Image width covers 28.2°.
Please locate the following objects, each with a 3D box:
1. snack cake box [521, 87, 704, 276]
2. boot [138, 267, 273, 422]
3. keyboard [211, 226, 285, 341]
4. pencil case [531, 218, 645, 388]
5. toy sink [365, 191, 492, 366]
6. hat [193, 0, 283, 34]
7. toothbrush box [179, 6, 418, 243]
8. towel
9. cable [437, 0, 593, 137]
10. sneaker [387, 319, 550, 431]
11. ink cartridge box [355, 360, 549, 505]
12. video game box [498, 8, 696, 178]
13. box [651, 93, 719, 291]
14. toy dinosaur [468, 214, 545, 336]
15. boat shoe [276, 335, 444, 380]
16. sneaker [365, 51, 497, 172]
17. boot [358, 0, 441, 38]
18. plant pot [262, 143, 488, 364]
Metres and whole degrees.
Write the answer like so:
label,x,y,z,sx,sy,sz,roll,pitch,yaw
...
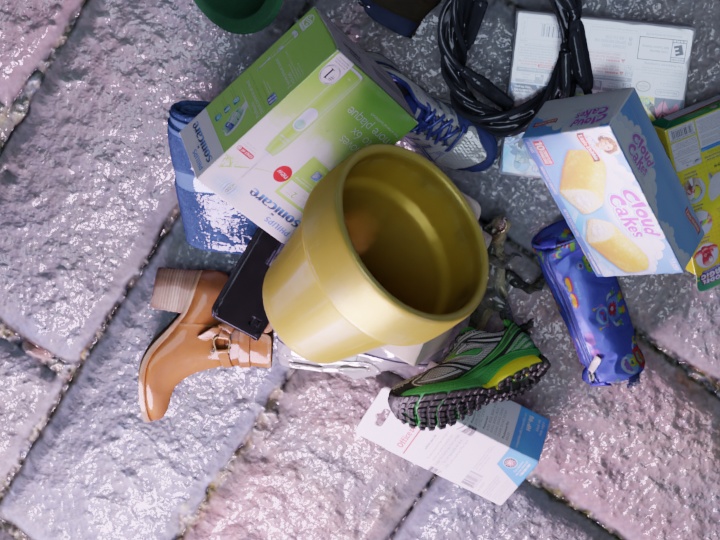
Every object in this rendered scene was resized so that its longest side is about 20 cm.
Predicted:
label,x,y,z,sx,sy,sz,roll,pitch,yaw
snack cake box,0.270,-0.090,1.522,0.114,0.067,0.201,-3,130,45
boot,-0.180,0.100,1.701,0.153,0.074,0.202,11,109,-3
keyboard,-0.080,-0.012,1.648,0.127,0.021,0.201,31,91,-37
pencil case,0.261,0.039,1.638,0.078,0.087,0.202,-10,107,43
toy sink,0.062,-0.019,1.609,0.129,0.112,0.202,27,110,18
hat,-0.080,-0.369,1.585,0.199,0.175,0.167,-6,108,48
toothbrush box,-0.064,-0.148,1.491,0.199,0.086,0.145,-39,135,14
towel,-0.155,-0.100,1.607,0.110,0.049,0.201,4,136,6
cable,0.162,-0.249,1.544,0.161,0.051,0.202,-11,108,14
sneaker,0.112,0.116,1.605,0.086,0.198,0.078,56,147,27
ink cartridge box,0.106,0.182,1.675,0.198,0.067,0.116,27,140,-3
video game box,0.261,-0.190,1.593,0.197,0.047,0.185,7,104,3
box,0.395,-0.086,1.585,0.116,0.048,0.202,-21,110,-11
toy dinosaur,0.165,0.030,1.667,0.087,0.048,0.202,14,111,4
boat shoe,-0.002,0.097,1.686,0.197,0.072,0.066,4,121,-2
sneaker,0.064,-0.166,1.595,0.199,0.088,0.076,31,104,-5
boot,0.009,-0.316,1.536,0.198,0.075,0.097,15,119,-31
plant pot,0.000,0.000,1.483,0.201,0.201,0.188,47,133,-9
